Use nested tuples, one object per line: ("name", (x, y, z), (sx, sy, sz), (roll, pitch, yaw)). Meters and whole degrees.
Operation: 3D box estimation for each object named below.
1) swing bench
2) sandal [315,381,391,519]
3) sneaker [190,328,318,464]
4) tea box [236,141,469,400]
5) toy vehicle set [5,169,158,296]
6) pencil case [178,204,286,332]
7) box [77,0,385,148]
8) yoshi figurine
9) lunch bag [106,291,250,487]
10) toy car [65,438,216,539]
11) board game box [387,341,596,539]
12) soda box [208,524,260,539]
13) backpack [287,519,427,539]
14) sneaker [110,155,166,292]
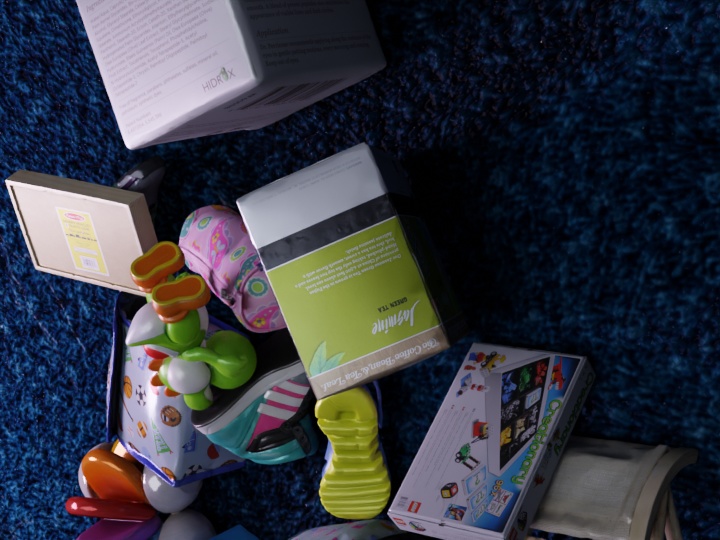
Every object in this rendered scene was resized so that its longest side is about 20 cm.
("swing bench", (0.197, 0.258, 1.217), (0.199, 0.130, 0.201), (2, 103, 38))
("sandal", (-0.004, 0.179, 1.393), (0.079, 0.087, 0.200), (3, 125, 3))
("sneaker", (-0.070, 0.140, 1.428), (0.200, 0.121, 0.084), (-35, 33, 7))
("tea box", (0.000, 0.000, 1.235), (0.133, 0.200, 0.197), (-22, 88, 10))
("toy vehicle set", (-0.314, -0.043, 1.518), (0.200, 0.027, 0.125), (12, 128, 32))
("pencil case", (-0.126, -0.004, 1.381), (0.200, 0.087, 0.088), (-140, 52, -57))
("box", (-0.126, -0.236, 1.282), (0.200, 0.199, 0.172), (-19, 90, 39))
("yoshi figurine", (-0.160, 0.061, 1.344), (0.112, 0.113, 0.200), (9, 140, 16))
("lunch bag", (-0.228, 0.129, 1.523), (0.200, 0.124, 0.171), (28, 118, 46))
("toy car", (-0.280, 0.299, 1.584), (0.175, 0.150, 0.201), (-7, 98, 38))
("board game box", (0.122, 0.159, 1.218), (0.126, 0.200, 0.035), (6, 143, 37))
("soda box", (-0.187, 0.363, 1.496), (0.068, 0.200, 0.064), (31, 119, 28))
("backpack", (-0.017, 0.336, 1.401), (0.200, 0.167, 0.127), (-20, 83, 51))
("sneaker", (-0.256, -0.053, 1.535), (0.088, 0.074, 0.200), (49, 138, 5))
